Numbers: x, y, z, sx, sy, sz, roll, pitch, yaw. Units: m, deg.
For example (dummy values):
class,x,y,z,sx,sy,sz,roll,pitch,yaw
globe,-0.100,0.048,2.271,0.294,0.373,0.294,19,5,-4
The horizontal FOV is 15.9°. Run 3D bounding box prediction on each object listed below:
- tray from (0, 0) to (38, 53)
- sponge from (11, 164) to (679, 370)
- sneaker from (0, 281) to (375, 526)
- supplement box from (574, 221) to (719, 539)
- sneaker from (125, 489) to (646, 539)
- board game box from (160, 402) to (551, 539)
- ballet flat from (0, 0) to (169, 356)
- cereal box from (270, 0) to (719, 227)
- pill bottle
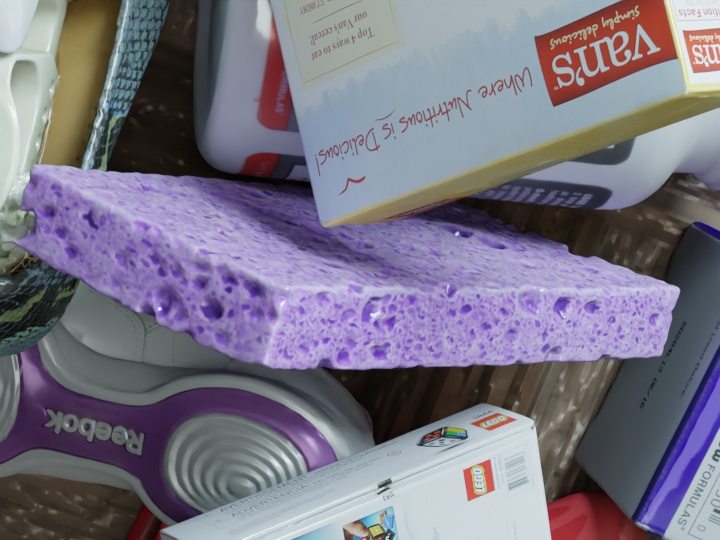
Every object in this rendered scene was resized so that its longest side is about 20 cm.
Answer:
class,x,y,z,sx,sy,sz,roll,pitch,yaw
tray,-0.118,-0.177,0.784,0.107,0.022,0.200,23,75,-25
sponge,0.000,0.000,0.821,0.200,0.111,0.030,2,107,-49
sneaker,-0.088,0.039,0.888,0.200,0.100,0.075,23,105,11
supplement box,0.193,0.074,0.920,0.200,0.103,0.101,26,95,-11
sneaker,-0.005,0.105,0.909,0.200,0.078,0.116,-29,105,-3
board game box,0.012,0.157,0.842,0.126,0.035,0.200,-19,111,-29
ballet flat,-0.103,-0.072,0.828,0.074,0.074,0.200,10,76,-11
cereal box,0.026,-0.125,0.734,0.039,0.144,0.200,-7,83,-46
pill bottle,0.049,-0.081,0.860,0.200,0.116,0.116,6,100,-10
